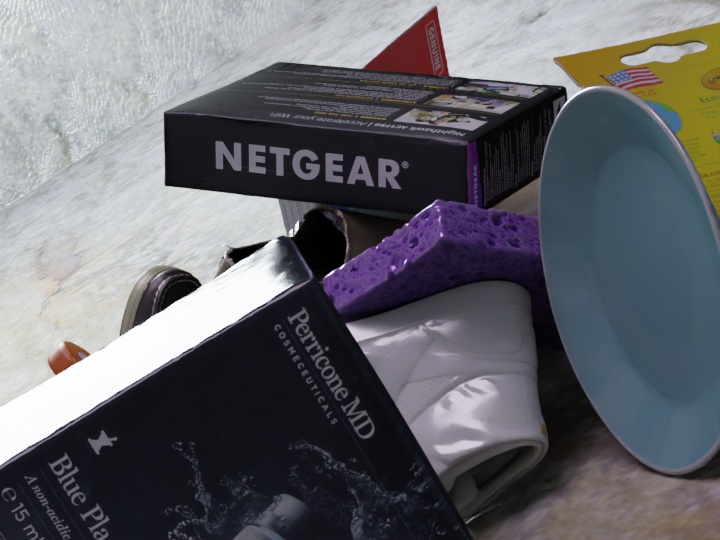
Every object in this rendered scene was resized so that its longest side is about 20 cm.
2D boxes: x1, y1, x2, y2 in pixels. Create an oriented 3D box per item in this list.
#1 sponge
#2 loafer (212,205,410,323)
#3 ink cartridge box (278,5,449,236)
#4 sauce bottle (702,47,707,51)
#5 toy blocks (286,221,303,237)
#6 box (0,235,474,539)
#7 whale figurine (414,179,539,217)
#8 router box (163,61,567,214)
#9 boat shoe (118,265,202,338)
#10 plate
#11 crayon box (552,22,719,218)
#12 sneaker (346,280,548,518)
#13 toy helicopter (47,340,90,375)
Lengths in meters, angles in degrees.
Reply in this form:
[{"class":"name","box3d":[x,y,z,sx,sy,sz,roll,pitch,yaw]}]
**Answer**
[{"class":"sponge","box3d":[0.091,0.006,1.543,0.199,0.030,0.111,8,-28,-33]},{"class":"loafer","box3d":[0.000,0.000,1.582,0.199,0.070,0.075,-18,37,-29]},{"class":"ink cartridge box","box3d":[0.025,-0.047,1.838,0.045,0.201,0.176,22,49,37]},{"class":"sauce bottle","box3d":[0.208,-0.097,1.889,0.200,0.065,0.065,-33,13,-11]},{"class":"toy blocks","box3d":[-0.030,0.035,1.721,0.200,0.100,0.137,130,152,-49]},{"class":"box","box3d":[-0.066,0.123,1.394,0.200,0.197,0.117,-32,13,-2]},{"class":"whale figurine","box3d":[0.071,-0.038,1.759,0.200,0.104,0.160,-12,-48,-63]},{"class":"router box","box3d":[0.004,-0.079,1.633,0.199,0.051,0.149,7,18,25]},{"class":"boat shoe","box3d":[-0.100,0.097,1.644,0.073,0.201,0.065,-7,6,-44]},{"class":"plate","box3d":[0.146,0.003,1.391,0.025,0.201,0.200,-14,6,-21]},{"class":"crayon box","box3d":[0.196,-0.049,1.444,0.126,0.051,0.200,-12,45,-21]},{"class":"sneaker","box3d":[0.010,0.091,1.515,0.199,0.074,0.116,-22,60,24]},{"class":"toy helicopter","box3d":[-0.151,0.140,1.775,0.079,0.132,0.200,-49,32,8]}]
